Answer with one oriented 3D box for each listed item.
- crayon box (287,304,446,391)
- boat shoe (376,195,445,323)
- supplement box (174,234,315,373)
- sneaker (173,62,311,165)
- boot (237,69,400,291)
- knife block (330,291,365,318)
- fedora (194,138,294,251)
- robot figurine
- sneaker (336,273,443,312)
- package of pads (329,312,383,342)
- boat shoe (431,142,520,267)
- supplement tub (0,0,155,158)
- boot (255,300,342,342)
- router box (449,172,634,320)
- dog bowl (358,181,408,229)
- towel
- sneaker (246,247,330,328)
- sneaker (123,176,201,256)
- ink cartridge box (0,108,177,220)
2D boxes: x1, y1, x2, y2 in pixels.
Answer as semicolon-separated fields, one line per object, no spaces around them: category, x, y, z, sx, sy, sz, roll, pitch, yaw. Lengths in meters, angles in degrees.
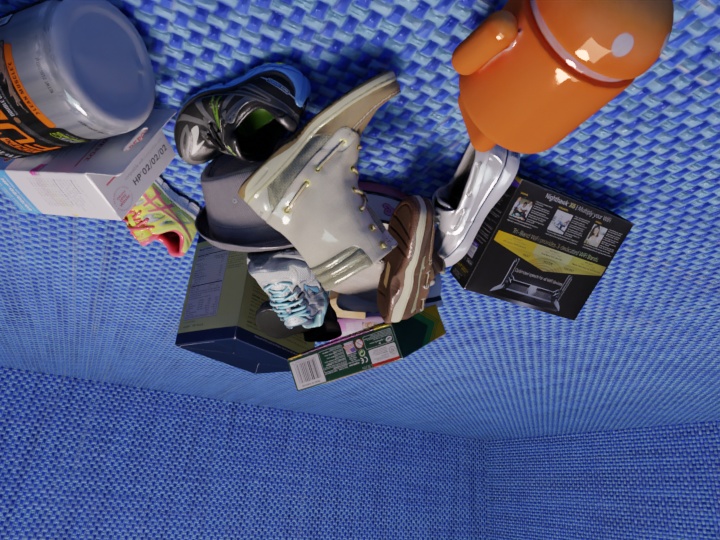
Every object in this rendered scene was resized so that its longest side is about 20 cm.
crayon box;0.014;0.122;0.853;0.199;0.059;0.172;-23;173;30
boat shoe;0.073;-0.015;0.690;0.074;0.075;0.203;-6;140;-16
supplement box;-0.179;0.053;0.913;0.133;0.201;0.200;-9;153;29
sneaker;-0.139;-0.154;0.575;0.199;0.083;0.071;-11;153;36
boot;-0.006;-0.090;0.554;0.200;0.072;0.155;-39;100;9
knife block;-0.036;0.033;1.013;0.198;0.064;0.176;4;156;3
fedora;-0.110;-0.102;0.642;0.198;0.177;0.091;-3;126;10
robot figurine;0.156;-0.173;0.430;0.143;0.117;0.200;30;151;-10
sneaker;0.049;0.030;0.913;0.199;0.081;0.076;-5;-174;-26
package of pads;0.043;0.117;1.129;0.198;0.076;0.120;-5;-171;23
boat shoe;0.122;-0.085;0.673;0.065;0.074;0.201;11;133;-16
supplement tub;-0.310;-0.177;0.508;0.199;0.123;0.123;-6;155;23
boot;-0.104;0.019;0.850;0.069;0.175;0.200;-22;156;23
router box;0.242;-0.029;0.715;0.199;0.052;0.158;16;112;-23
dog bowl;0.005;-0.056;0.786;0.198;0.074;0.200;4;156;2
towel;0.000;0.000;0.784;0.199;0.035;0.132;18;152;-26
sneaker;-0.081;0.028;0.683;0.077;0.087;0.200;-4;165;16
sneaker;-0.310;-0.085;0.761;0.078;0.091;0.200;-10;151;34
ink cartridge box;-0.293;-0.120;0.591;0.199;0.116;0.068;6;141;23
